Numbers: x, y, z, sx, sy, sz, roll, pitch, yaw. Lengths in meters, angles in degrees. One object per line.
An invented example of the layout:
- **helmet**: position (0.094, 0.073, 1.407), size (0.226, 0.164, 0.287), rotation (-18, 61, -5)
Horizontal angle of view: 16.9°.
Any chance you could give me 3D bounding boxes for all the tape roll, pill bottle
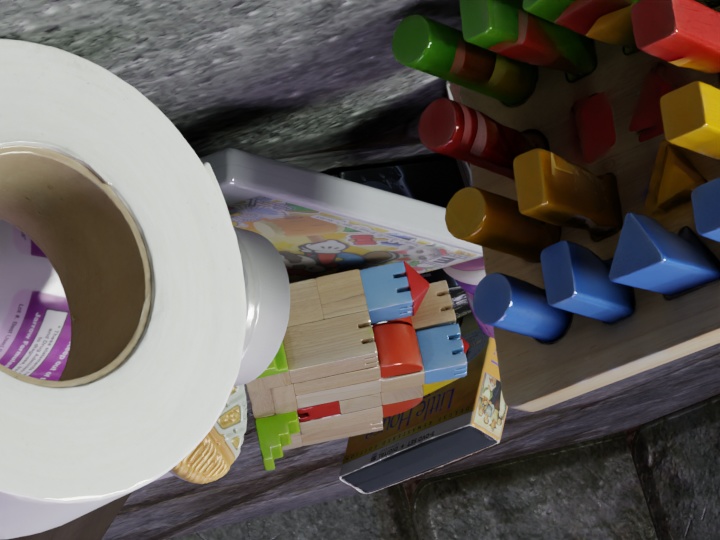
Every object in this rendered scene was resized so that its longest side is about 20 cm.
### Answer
- **tape roll**: position (-0.148, 0.007, 1.014), size (0.202, 0.203, 0.071), rotation (-9, 167, -39)
- **pill bottle**: position (-0.134, 0.008, 1.196), size (0.200, 0.113, 0.112), rotation (11, 154, -43)

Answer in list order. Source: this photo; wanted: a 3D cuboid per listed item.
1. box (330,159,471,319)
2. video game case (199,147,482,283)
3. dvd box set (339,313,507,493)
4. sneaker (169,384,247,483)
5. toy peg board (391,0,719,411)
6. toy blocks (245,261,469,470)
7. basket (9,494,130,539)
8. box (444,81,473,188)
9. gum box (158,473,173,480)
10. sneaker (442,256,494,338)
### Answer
- **box**: position (0.000, 0.000, 1.561), size (0.163, 0.086, 0.200), rotation (-8, 168, -40)
- **video game case**: position (-0.058, -0.018, 1.347), size (0.200, 0.023, 0.182), rotation (13, 159, -43)
- **dvd box set**: position (0.059, 0.045, 1.651), size (0.029, 0.200, 0.146), rotation (32, 145, -25)
- **sneaker**: position (-0.143, 0.036, 1.316), size (0.088, 0.200, 0.076), rotation (-11, -146, 52)
- **toy peg board**: position (0.109, -0.062, 1.125), size (0.200, 0.200, 0.098), rotation (-25, 152, 39)
- **toy blocks**: position (0.000, 0.049, 1.402), size (0.136, 0.100, 0.200), rotation (-12, 160, -2)
- **basket**: position (-0.196, 0.090, 1.570), size (0.200, 0.180, 0.136), rotation (-39, -172, 47)
- **box**: position (0.150, -0.091, 1.353), size (0.199, 0.075, 0.100), rotation (-18, 170, -1)
- **gum box**: position (-0.202, 0.105, 1.725), size (0.199, 0.114, 0.066), rotation (-15, 170, -10)
- **sneaker**: position (0.124, -0.025, 1.451), size (0.080, 0.089, 0.200), rotation (16, -136, 40)
